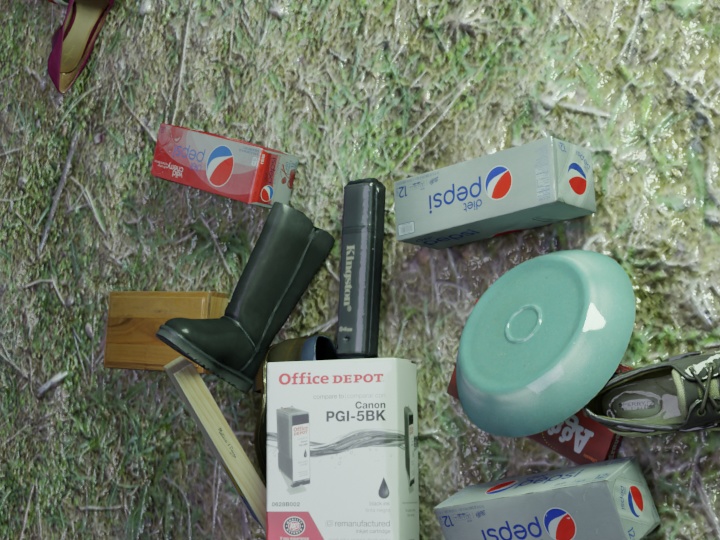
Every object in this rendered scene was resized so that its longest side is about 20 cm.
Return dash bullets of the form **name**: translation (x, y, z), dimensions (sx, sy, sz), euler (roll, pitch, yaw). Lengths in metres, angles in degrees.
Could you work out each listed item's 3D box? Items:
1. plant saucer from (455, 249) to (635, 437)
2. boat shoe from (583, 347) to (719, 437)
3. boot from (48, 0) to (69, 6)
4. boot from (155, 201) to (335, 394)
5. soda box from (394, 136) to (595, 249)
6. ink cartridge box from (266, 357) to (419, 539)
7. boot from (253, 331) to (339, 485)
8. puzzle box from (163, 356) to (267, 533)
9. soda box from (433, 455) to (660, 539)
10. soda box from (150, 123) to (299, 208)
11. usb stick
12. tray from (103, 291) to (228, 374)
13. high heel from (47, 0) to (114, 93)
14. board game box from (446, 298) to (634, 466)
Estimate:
- **plant saucer**: translation (0.159, 0.057, 1.251), dimensions (0.200, 0.036, 0.201), euler (-31, 37, 27)
- **boat shoe**: translation (0.284, 0.105, 1.152), dimensions (0.200, 0.066, 0.072), euler (-16, 79, 35)
- **boot**: translation (-0.439, -0.486, 1.940), dimensions (0.144, 0.072, 0.201), euler (22, 103, 45)
- **boot**: translation (-0.121, 0.016, 1.463), dimensions (0.065, 0.165, 0.201), euler (27, 82, 30)
- **soda box**: translation (0.128, -0.072, 1.325), dimensions (0.199, 0.068, 0.064), euler (-13, 74, 41)
- **ink cartridge box**: translation (-0.019, 0.192, 1.393), dimensions (0.146, 0.083, 0.201), euler (-4, 81, 16)
- **boot**: translation (-0.062, 0.164, 1.479), dimensions (0.097, 0.074, 0.201), euler (-29, 63, 40)
- **puzzle box**: translation (-0.151, 0.188, 1.484), dimensions (0.201, 0.025, 0.133), euler (61, 168, -7)
- **soda box**: translation (0.168, 0.225, 1.245), dimensions (0.199, 0.063, 0.069), euler (-19, 93, 40)
- **soda box**: translation (-0.166, -0.126, 1.628), dimensions (0.199, 0.063, 0.070), euler (17, 96, 43)
- **usb stick**: translation (0.000, 0.000, 1.472), dimensions (0.055, 0.033, 0.201), euler (-2, 83, 43)
- **tray**: translation (-0.246, 0.076, 1.694), dimensions (0.199, 0.037, 0.099), euler (-1, 83, 44)
- **high heel**: translation (-0.372, -0.332, 1.851), dimensions (0.200, 0.067, 0.097), euler (-50, 42, 45)
- **board game box**: translation (0.172, 0.109, 1.302), dimensions (0.200, 0.019, 0.103), euler (25, 103, 43)
